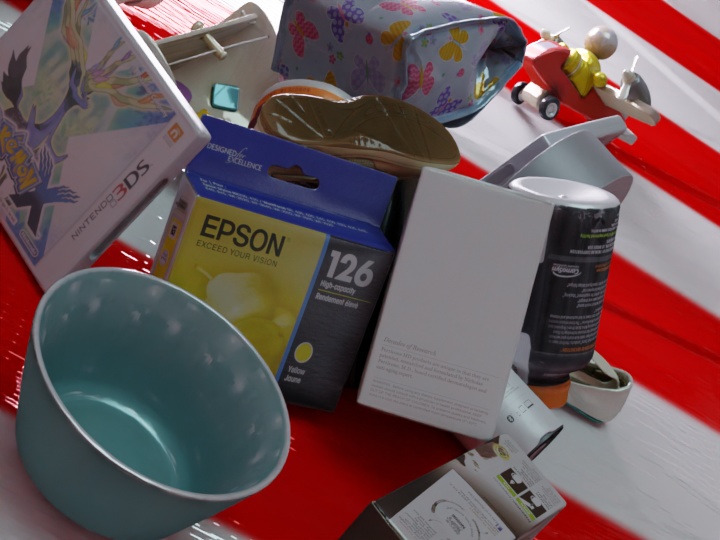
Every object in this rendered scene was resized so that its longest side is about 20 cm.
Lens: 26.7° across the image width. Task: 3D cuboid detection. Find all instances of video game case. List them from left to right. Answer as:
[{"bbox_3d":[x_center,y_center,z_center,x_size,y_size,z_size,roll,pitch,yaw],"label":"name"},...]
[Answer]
[{"bbox_3d":[-0.230,-0.113,1.188,0.201,0.182,0.022,53,17,23],"label":"video game case"},{"bbox_3d":[0.175,-0.099,1.621,0.199,0.182,0.024,-20,76,-56],"label":"video game case"}]

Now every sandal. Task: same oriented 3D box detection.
[{"bbox_3d":[0.000,0.000,1.319,0.042,0.202,0.076,12,-14,12],"label":"sandal"}]

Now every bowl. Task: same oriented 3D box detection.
[{"bbox_3d":[-0.157,0.106,1.051,0.200,0.105,0.202,28,33,-19],"label":"bowl"}]

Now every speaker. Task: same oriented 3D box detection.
[{"bbox_3d":[0.087,0.093,1.367,0.200,0.081,0.081,47,31,13],"label":"speaker"}]

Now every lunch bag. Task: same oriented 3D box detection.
[{"bbox_3d":[0.043,-0.216,1.461,0.169,0.128,0.199,31,35,31],"label":"lunch bag"}]

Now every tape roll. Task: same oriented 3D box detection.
[{"bbox_3d":[0.182,-0.048,1.541,0.066,0.201,0.200,47,31,15],"label":"tape roll"}]

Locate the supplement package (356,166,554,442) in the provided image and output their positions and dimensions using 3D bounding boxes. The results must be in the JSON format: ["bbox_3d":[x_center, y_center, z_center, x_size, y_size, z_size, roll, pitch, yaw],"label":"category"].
[{"bbox_3d":[0.077,0.031,1.269,0.116,0.202,0.117,15,-5,2],"label":"supplement package"}]

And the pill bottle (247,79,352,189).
[{"bbox_3d":[-0.063,-0.061,1.335,0.113,0.114,0.201,29,49,-17],"label":"pill bottle"}]

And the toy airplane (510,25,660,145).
[{"bbox_3d":[0.306,-0.251,2.008,0.198,0.142,0.199,27,10,5],"label":"toy airplane"}]

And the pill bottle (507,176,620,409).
[{"bbox_3d":[0.172,0.023,1.398,0.105,0.202,0.106,7,15,-2],"label":"pill bottle"}]

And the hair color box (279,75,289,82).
[{"bbox_3d":[-0.021,-0.165,1.538,0.099,0.061,0.200,3,27,-22],"label":"hair color box"}]

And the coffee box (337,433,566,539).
[{"bbox_3d":[0.055,0.208,1.145,0.080,0.113,0.199,48,30,16],"label":"coffee box"}]

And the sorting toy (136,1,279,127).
[{"bbox_3d":[-0.133,-0.140,1.425,0.181,0.107,0.200,56,32,2],"label":"sorting toy"}]

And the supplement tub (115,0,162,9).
[{"bbox_3d":[-0.278,-0.340,1.472,0.199,0.145,0.145,12,40,-38],"label":"supplement tub"}]

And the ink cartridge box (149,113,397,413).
[{"bbox_3d":[-0.070,0.001,1.204,0.196,0.202,0.047,15,11,-35],"label":"ink cartridge box"}]

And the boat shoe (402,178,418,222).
[{"bbox_3d":[0.050,-0.061,1.434,0.071,0.201,0.068,19,58,25],"label":"boat shoe"}]

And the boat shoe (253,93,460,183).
[{"bbox_3d":[-0.007,-0.104,1.280,0.198,0.065,0.072,5,49,-32],"label":"boat shoe"}]

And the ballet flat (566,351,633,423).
[{"bbox_3d":[0.187,0.089,1.500,0.199,0.070,0.070,25,33,-24],"label":"ballet flat"}]
